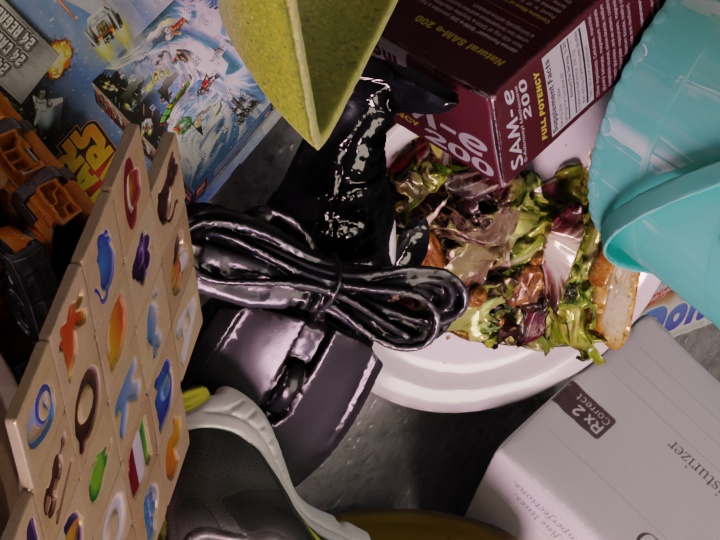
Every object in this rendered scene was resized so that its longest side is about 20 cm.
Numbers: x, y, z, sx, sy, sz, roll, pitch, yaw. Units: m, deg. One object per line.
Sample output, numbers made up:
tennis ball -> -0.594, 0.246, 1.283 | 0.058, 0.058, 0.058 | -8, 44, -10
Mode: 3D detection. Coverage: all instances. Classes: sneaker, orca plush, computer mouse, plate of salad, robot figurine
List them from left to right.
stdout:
robot figurine -> -0.130, 0.016, 0.805 | 0.058, 0.145, 0.201 | -29, 147, -23
computer mouse -> -0.053, 0.057, 0.927 | 0.137, 0.053, 0.200 | 15, 139, -21
sneaker -> -0.037, 0.138, 0.915 | 0.074, 0.085, 0.200 | -27, 129, 15
orca plush -> 0.000, 0.000, 0.963 | 0.104, 0.071, 0.201 | 3, 136, -31
plate of salad -> 0.073, -0.006, 1.065 | 0.198, 0.048, 0.201 | -11, 127, -15

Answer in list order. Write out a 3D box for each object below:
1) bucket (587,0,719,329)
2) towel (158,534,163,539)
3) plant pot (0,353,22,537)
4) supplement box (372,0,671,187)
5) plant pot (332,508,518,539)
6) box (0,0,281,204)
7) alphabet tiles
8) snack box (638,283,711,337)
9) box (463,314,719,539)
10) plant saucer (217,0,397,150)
bucket -> 0.209, -0.054, 0.998 | 0.207, 0.134, 0.208 | -37, 147, -29
towel -> -0.122, 0.194, 1.054 | 0.086, 0.018, 0.201 | -2, 118, -50
plant pot -> -0.198, 0.127, 0.779 | 0.200, 0.200, 0.184 | -43, 155, -21
supplement box -> 0.089, -0.139, 0.982 | 0.200, 0.109, 0.061 | -41, 144, -22
plant pot -> 0.019, 0.233, 1.125 | 0.200, 0.200, 0.191 | -11, 108, -47
box -> -0.097, -0.099, 0.839 | 0.137, 0.040, 0.200 | -50, 145, -14
alphabet tiles -> -0.087, 0.056, 0.747 | 0.167, 0.006, 0.201 | 85, 15, -46
snack box -> 0.221, -0.004, 1.325 | 0.199, 0.024, 0.072 | -16, 129, -45
box -> 0.164, 0.170, 1.189 | 0.131, 0.199, 0.200 | -39, 163, -28
plant saucer -> -0.017, -0.185, 0.816 | 0.201, 0.047, 0.200 | 81, 25, -43
